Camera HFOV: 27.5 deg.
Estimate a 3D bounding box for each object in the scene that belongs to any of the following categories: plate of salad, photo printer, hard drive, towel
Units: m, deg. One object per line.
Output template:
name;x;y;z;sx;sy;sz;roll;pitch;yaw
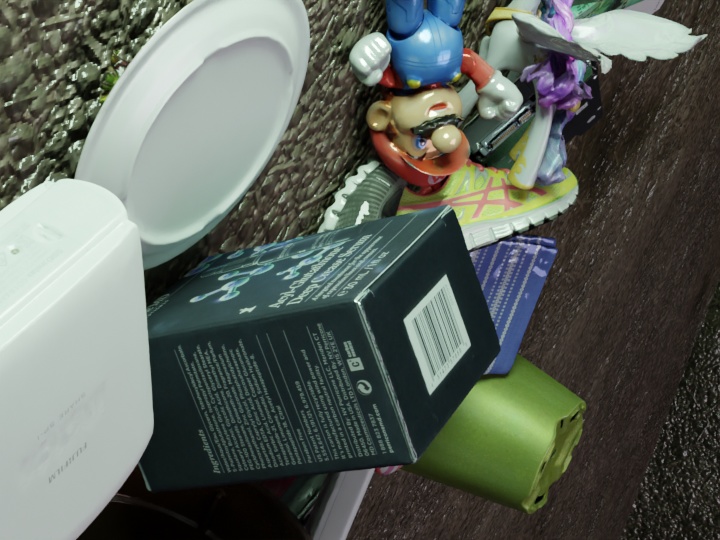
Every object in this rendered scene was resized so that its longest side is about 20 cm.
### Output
plate of salad;-0.103;-0.088;0.870;0.200;0.048;0.201;-44;156;-24
photo printer;-0.175;0.076;0.744;0.166;0.069;0.201;-46;152;-39
hard drive;0.161;-0.137;1.373;0.140;0.038;0.200;-42;166;3
hard drive;-0.016;0.162;1.034;0.132;0.026;0.201;-69;179;-61
towel;0.075;0.024;1.319;0.199;0.024;0.146;7;113;-30

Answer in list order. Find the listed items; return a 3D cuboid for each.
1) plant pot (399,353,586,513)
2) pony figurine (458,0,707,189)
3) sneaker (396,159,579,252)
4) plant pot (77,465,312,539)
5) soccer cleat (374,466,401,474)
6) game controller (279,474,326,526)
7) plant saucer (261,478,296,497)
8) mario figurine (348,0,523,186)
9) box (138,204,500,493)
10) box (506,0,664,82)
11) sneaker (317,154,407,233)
plant pot;0.114;0.142;1.450;0.200;0.189;0.201;-49;154;-35
pony figurine;0.152;-0.173;1.192;0.166;0.193;0.201;-10;127;-45
sneaker;0.099;-0.064;1.244;0.199;0.091;0.078;-20;177;-28
plant pot;-0.152;0.241;0.944;0.200;0.200;0.199;-16;136;-63
soccer cleat;0.027;0.114;1.166;0.200;0.076;0.067;63;14;-66
game controller;-0.070;0.227;1.165;0.200;0.042;0.105;-46;157;-29
plant saucer;-0.095;0.168;1.154;0.201;0.051;0.201;-49;159;-26
mario figurine;0.059;-0.145;1.095;0.106;0.122;0.201;-72;166;-50
box;-0.037;0.050;0.923;0.148;0.199;0.108;-44;118;-55
box;0.228;-0.248;1.375;0.200;0.036;0.145;-38;167;-22
sneaker;0.000;0.000;1.153;0.201;0.090;0.067;-57;159;-18
